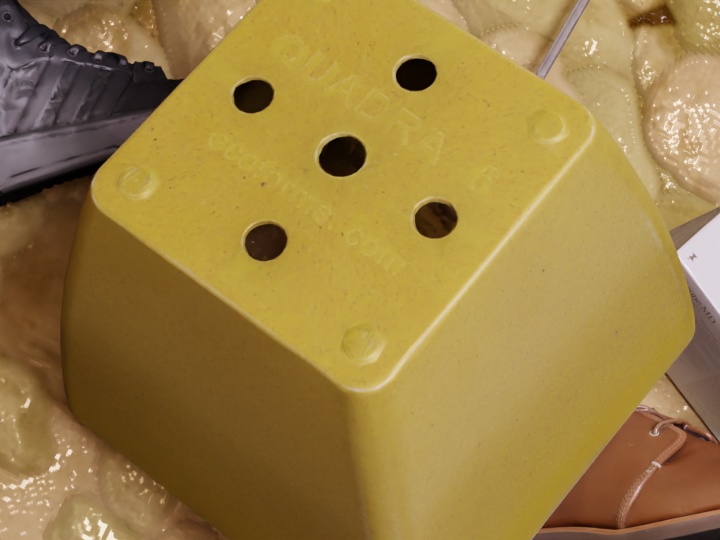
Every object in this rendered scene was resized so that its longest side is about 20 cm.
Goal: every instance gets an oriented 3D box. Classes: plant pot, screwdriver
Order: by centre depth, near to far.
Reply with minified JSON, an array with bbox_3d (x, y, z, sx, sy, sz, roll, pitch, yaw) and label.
[{"bbox_3d":[0.000,0.000,0.748,0.199,0.177,0.200,35,72,21],"label":"plant pot"},{"bbox_3d":[0.125,-0.168,0.929,0.029,0.028,0.201,28,72,23],"label":"screwdriver"}]

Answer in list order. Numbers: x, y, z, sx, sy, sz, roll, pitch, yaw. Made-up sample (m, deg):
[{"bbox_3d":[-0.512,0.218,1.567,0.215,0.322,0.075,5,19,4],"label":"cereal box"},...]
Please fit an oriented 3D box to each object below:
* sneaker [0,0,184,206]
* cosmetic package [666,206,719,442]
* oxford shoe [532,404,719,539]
[{"bbox_3d":[-0.143,-0.086,0.821,0.199,0.060,0.105,-17,88,-13],"label":"sneaker"},{"bbox_3d":[0.201,0.065,0.877,0.051,0.083,0.200,-38,92,-18],"label":"cosmetic package"},{"bbox_3d":[0.124,0.085,0.807,0.071,0.199,0.072,21,64,-53],"label":"oxford shoe"}]
